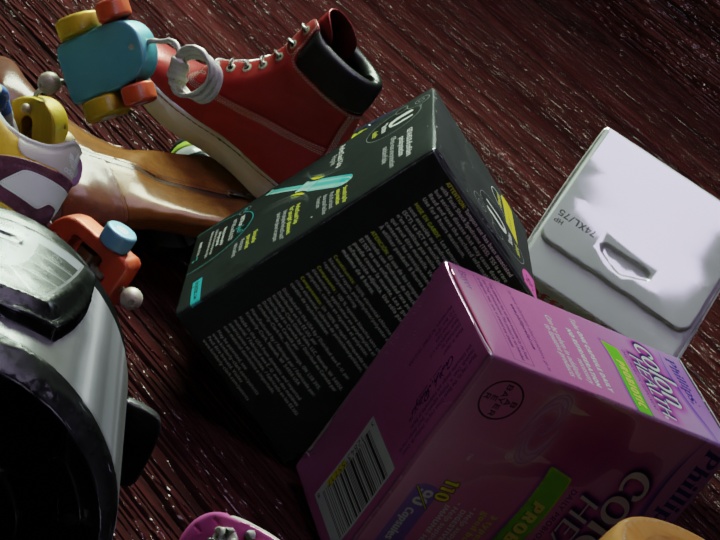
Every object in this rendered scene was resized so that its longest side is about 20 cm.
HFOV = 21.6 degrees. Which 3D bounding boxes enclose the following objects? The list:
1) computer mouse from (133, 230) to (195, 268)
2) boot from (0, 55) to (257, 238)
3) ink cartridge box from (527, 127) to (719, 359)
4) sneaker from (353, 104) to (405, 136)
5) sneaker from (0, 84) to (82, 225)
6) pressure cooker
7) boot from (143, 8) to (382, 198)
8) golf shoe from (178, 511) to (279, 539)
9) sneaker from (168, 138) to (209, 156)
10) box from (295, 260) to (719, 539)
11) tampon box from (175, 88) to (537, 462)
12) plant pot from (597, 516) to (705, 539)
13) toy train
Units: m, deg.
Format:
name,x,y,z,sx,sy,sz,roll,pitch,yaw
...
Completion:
name,x,y,z,sx,sy,sz,roll,pitch,yaw
computer mouse,-0.125,-0.014,1.397,0.200,0.034,0.059,39,19,18
boot,-0.174,-0.088,1.366,0.199,0.069,0.189,2,32,-27
ink cartridge box,0.198,0.015,1.524,0.146,0.146,0.200,34,-21,5
sneaker,-0.004,-0.067,1.535,0.083,0.199,0.074,59,35,-15
sneaker,-0.270,-0.090,1.205,0.199,0.090,0.075,32,-11,12
pressure cooker,-0.195,0.063,0.870,0.200,0.178,0.177,-100,168,-67
boot,-0.077,-0.150,1.380,0.200,0.145,0.072,37,26,20
golf shoe,-0.017,0.204,0.982,0.200,0.075,0.091,42,6,22
sneaker,-0.066,-0.041,1.461,0.199,0.072,0.083,17,24,-9
box,0.094,0.117,1.177,0.199,0.176,0.097,22,26,-31
tampon box,0.000,0.000,1.246,0.127,0.199,0.150,55,14,-16
plant pot,0.164,0.235,1.060,0.199,0.140,0.200,29,19,-11
toy train,-0.162,-0.076,1.232,0.150,0.201,0.056,35,18,15
